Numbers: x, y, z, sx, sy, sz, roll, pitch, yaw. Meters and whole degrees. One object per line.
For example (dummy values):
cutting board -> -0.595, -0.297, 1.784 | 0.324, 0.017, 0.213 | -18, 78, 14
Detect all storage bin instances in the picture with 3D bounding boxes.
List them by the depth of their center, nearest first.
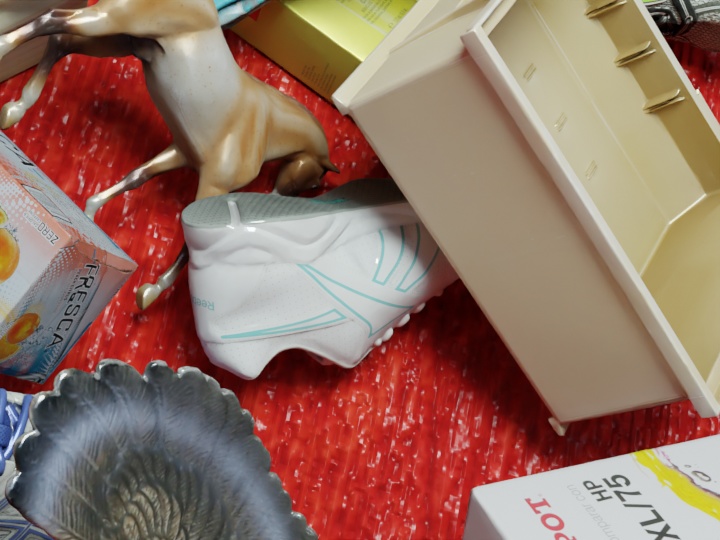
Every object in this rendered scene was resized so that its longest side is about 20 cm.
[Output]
storage bin -> 0.114, -0.063, 0.731 | 0.201, 0.093, 0.199 | 54, 46, -17

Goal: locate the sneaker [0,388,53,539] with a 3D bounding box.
sneaker -> -0.154, 0.080, 0.627 | 0.198, 0.088, 0.076 | -3, 64, -22

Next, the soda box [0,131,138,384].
soda box -> -0.188, -0.043, 0.652 | 0.200, 0.064, 0.069 | 43, 94, 21

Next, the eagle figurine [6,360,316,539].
eagle figurine -> -0.080, 0.142, 0.580 | 0.151, 0.151, 0.201 | -34, 86, -22

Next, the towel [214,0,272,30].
towel -> -0.023, -0.225, 0.726 | 0.148, 0.199, 0.022 | 62, 21, 0

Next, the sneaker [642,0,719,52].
sneaker -> 0.132, -0.146, 0.855 | 0.198, 0.078, 0.086 | 11, 68, -3

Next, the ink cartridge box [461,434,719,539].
ink cartridge box -> 0.151, 0.168, 0.625 | 0.198, 0.147, 0.147 | -9, 34, -22

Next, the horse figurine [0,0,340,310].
horse figurine -> -0.095, -0.082, 0.705 | 0.132, 0.050, 0.201 | -42, 118, -18

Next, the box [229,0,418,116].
box -> -0.041, -0.157, 0.806 | 0.199, 0.050, 0.075 | 37, 61, 1

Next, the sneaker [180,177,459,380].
sneaker -> 0.000, 0.000, 0.739 | 0.199, 0.070, 0.081 | -9, 106, -37

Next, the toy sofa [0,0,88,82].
toy sofa -> -0.213, -0.190, 0.736 | 0.082, 0.098, 0.201 | -32, 78, -28
